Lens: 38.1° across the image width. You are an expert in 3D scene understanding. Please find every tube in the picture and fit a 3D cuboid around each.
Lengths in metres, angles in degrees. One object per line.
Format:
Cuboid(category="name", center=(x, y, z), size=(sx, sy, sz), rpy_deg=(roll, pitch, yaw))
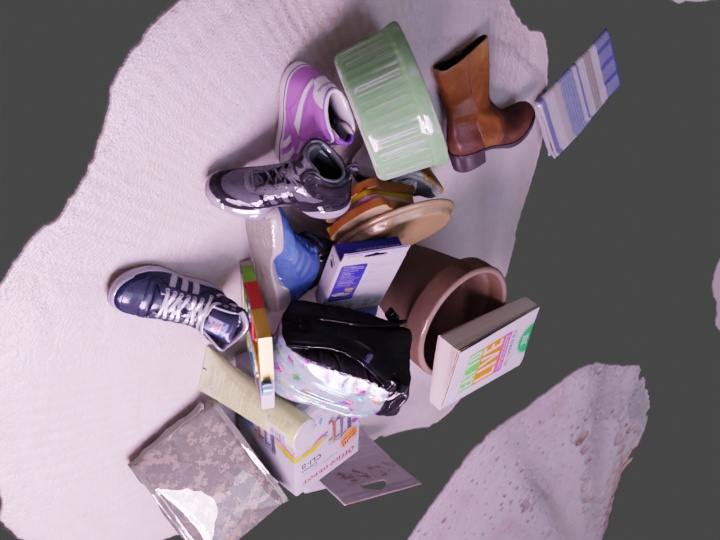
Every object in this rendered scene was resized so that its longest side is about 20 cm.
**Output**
Cuboid(category="tube", center=(-0.155, 0.187, 1.507), size=(0.058, 0.199, 0.052), rpy_deg=(-57, 155, -11))

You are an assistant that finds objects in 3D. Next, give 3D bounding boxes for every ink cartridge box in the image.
Cuboid(category="ink cartridge box", center=(-0.022, 0.348, 1.799), size=(0.199, 0.176, 0.045), rpy_deg=(-2, 121, -46))
Cuboid(category="ink cartridge box", center=(-0.096, 0.214, 1.633), size=(0.145, 0.144, 0.202), rpy_deg=(-30, 139, -34))
Cuboid(category="ink cartridge box", center=(0.000, 0.000, 1.474), size=(0.098, 0.040, 0.200), rpy_deg=(-7, 157, -18))

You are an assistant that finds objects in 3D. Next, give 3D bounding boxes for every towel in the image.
Cuboid(category="towel", center=(0.385, -0.312, 1.846), size=(0.200, 0.024, 0.147), rpy_deg=(-47, 141, -12))

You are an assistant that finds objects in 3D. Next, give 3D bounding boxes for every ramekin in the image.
Cuboid(category="ramekin", center=(0.038, -0.220, 1.392), size=(0.097, 0.201, 0.201), rpy_deg=(-21, 140, 2))

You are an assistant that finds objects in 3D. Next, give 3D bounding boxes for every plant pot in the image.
Cuboid(category="plant pot", center=(0.111, 0.042, 1.701), size=(0.199, 0.174, 0.202), rpy_deg=(-28, 138, -30))

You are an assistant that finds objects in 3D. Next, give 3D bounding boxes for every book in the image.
Cuboid(category="book", center=(0.199, 0.134, 1.694), size=(0.199, 0.048, 0.135), rpy_deg=(-24, 138, -36))

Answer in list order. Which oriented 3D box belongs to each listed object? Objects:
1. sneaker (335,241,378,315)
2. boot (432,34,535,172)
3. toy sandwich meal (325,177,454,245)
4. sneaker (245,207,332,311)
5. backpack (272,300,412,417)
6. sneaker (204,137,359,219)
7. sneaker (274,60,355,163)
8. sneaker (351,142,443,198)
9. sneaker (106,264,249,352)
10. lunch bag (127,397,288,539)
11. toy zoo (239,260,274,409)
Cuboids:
Cuboid(category="sneaker", center=(-0.021, -0.018, 1.606), size=(0.070, 0.078, 0.202), rpy_deg=(-12, 106, -39))
Cuboid(category="boot", center=(0.198, -0.283, 1.651), size=(0.187, 0.068, 0.201), rpy_deg=(-30, 131, -18))
Cuboid(category="toy sandwich meal", center=(0.037, -0.078, 1.497), size=(0.203, 0.071, 0.205), rpy_deg=(-20, 168, -4))
Cuboid(category="sneaker", center=(-0.095, -0.040, 1.490), size=(0.111, 0.077, 0.201), rpy_deg=(-31, 138, -26))
Cuboid(category="backpack", center=(-0.032, 0.127, 1.486), size=(0.198, 0.168, 0.127), rpy_deg=(15, 124, -10))
Cuboid(category="sneaker", center=(-0.099, -0.123, 1.352), size=(0.198, 0.076, 0.114), rpy_deg=(2, 153, -15))
Cuboid(category="sneaker", center=(-0.058, -0.167, 1.400), size=(0.072, 0.114, 0.202), rpy_deg=(-31, 139, -30))
Cuboid(category="sneaker", center=(0.048, -0.142, 1.586), size=(0.088, 0.076, 0.199), rpy_deg=(-46, 144, 18))
Cuboid(category="sneaker", center=(-0.233, 0.052, 1.386), size=(0.199, 0.108, 0.071), rpy_deg=(11, 110, -51))
Cuboid(category="lunch bag", center=(-0.236, 0.310, 1.576), size=(0.164, 0.117, 0.201), rpy_deg=(-37, 110, -15))
Cuboid(category="toy zoo", center=(-0.142, 0.098, 1.456), size=(0.020, 0.201, 0.132), rpy_deg=(-7, 128, -12))
